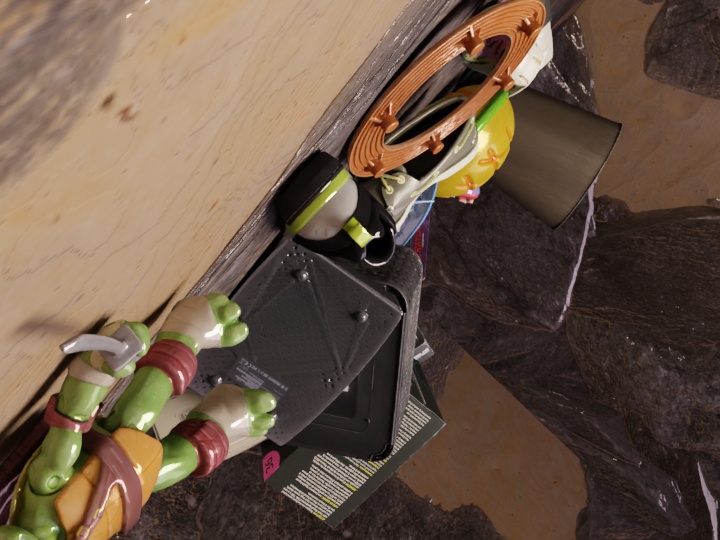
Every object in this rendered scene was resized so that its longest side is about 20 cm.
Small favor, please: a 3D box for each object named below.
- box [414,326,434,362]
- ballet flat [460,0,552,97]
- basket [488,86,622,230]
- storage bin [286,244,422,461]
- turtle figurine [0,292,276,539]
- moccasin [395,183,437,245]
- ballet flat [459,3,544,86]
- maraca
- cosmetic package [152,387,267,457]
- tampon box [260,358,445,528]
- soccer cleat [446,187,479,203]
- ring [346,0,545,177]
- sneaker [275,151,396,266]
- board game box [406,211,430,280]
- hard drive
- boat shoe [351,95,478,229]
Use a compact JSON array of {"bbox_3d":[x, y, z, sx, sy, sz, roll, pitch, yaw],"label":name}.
[{"bbox_3d":[-0.010,0.081,1.216,0.159,0.201,0.044,-33,145,2],"label":"box"},{"bbox_3d":[0.182,-0.253,0.976,0.068,0.068,0.200,-46,178,-22],"label":"ballet flat"},{"bbox_3d":[0.214,-0.172,1.120,0.137,0.199,0.181,-59,179,-36],"label":"basket"},{"bbox_3d":[-0.017,0.077,0.852,0.094,0.133,0.202,-60,157,-63],"label":"storage bin"},{"bbox_3d":[-0.091,0.094,0.437,0.200,0.144,0.194,-44,-175,32],"label":"turtle figurine"},{"bbox_3d":[0.025,-0.055,0.901,0.202,0.080,0.068,-66,155,0],"label":"moccasin"},{"bbox_3d":[0.139,-0.206,0.799,0.069,0.071,0.200,-47,179,15],"label":"ballet flat"},{"bbox_3d":[0.104,-0.135,0.995,0.200,0.107,0.137,-48,180,26],"label":"maraca"},{"bbox_3d":[-0.164,0.173,0.947,0.103,0.074,0.200,-23,168,-7],"label":"cosmetic package"},{"bbox_3d":[-0.019,0.186,1.065,0.200,0.126,0.150,-44,-155,11],"label":"tampon box"},{"bbox_3d":[0.120,-0.148,1.194,0.200,0.066,0.077,-128,-129,-70],"label":"soccer cleat"},{"bbox_3d":[0.072,-0.139,0.678,0.199,0.019,0.201,-35,169,-8],"label":"ring"},{"bbox_3d":[-0.014,-0.030,0.631,0.072,0.083,0.200,-47,179,4],"label":"sneaker"},{"bbox_3d":[0.067,-0.070,1.158,0.120,0.032,0.203,121,-24,-70],"label":"board game box"},{"bbox_3d":[-0.066,0.063,0.773,0.200,0.134,0.042,-49,-166,28],"label":"hard drive"},{"bbox_3d":[0.035,-0.094,0.810,0.201,0.072,0.060,-40,156,-14],"label":"boat shoe"}]
